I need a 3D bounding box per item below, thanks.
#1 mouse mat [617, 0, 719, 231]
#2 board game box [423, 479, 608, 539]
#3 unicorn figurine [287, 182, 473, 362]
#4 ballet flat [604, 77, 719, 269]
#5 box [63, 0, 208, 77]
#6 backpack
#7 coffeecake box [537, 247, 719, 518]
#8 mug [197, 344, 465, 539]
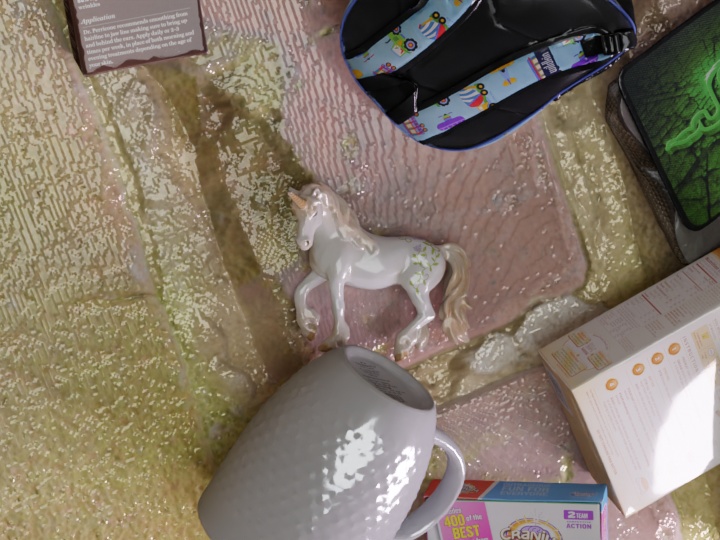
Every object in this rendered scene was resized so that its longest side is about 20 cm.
[{"bbox_3d":[0.313,-0.147,1.747,0.200,0.008,0.161,-37,113,-18],"label":"mouse mat"},{"bbox_3d":[0.135,0.278,1.795,0.153,0.040,0.200,1,107,13],"label":"board game box"},{"bbox_3d":[0.000,0.000,1.708,0.200,0.074,0.138,3,104,-32],"label":"unicorn figurine"},{"bbox_3d":[0.255,-0.079,1.761,0.067,0.046,0.200,-42,117,-16],"label":"ballet flat"},{"bbox_3d":[-0.182,-0.254,1.584,0.100,0.075,0.200,-11,109,-10],"label":"box"},{"bbox_3d":[0.091,-0.199,1.634,0.200,0.135,0.183,-36,111,23],"label":"backpack"},{"bbox_3d":[0.271,0.089,1.775,0.200,0.073,0.154,-29,124,-5],"label":"coffeecake box"},{"bbox_3d":[-0.004,0.162,1.697,0.200,0.148,0.175,22,109,-35],"label":"mug"}]
